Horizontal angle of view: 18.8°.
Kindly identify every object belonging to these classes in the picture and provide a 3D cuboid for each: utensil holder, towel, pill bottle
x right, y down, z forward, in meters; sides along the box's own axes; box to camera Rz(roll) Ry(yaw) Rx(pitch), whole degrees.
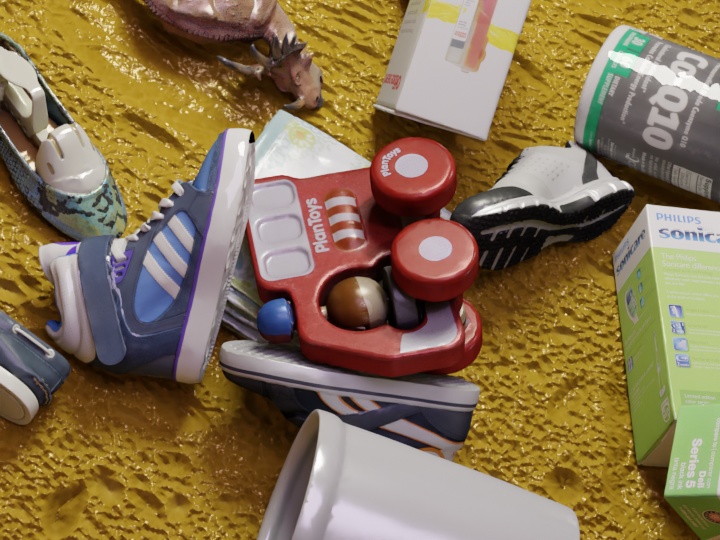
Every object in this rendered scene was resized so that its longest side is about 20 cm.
[{"bbox_3d":[0.034,0.210,1.542,0.199,0.170,0.170,20,56,-9],"label":"utensil holder"},{"bbox_3d":[-0.041,-0.018,1.727,0.171,0.048,0.200,33,56,0],"label":"towel"},{"bbox_3d":[0.289,-0.122,1.826,0.199,0.113,0.113,22,54,15],"label":"pill bottle"}]

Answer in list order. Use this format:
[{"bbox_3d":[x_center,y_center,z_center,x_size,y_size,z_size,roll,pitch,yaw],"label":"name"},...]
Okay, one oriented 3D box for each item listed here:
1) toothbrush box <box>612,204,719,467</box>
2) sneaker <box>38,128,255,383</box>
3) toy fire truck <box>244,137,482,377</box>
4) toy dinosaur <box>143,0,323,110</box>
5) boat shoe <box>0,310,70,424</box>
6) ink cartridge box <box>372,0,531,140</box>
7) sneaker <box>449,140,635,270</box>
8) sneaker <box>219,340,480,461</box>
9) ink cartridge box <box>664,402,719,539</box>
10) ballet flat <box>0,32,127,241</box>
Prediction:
[{"bbox_3d":[0.294,0.057,1.764,0.145,0.086,0.201,5,59,-14],"label":"toothbrush box"},{"bbox_3d":[-0.166,-0.022,1.623,0.146,0.081,0.201,14,95,4],"label":"sneaker"},{"bbox_3d":[0.000,0.000,1.636,0.167,0.112,0.200,-10,50,-3],"label":"toy fire truck"},{"bbox_3d":[-0.117,-0.212,1.799,0.199,0.086,0.136,10,64,-5],"label":"toy dinosaur"},{"bbox_3d":[-0.301,0.029,1.596,0.200,0.075,0.062,37,58,4],"label":"boat shoe"},{"bbox_3d":[0.086,-0.213,1.774,0.083,0.145,0.201,18,95,-7],"label":"ink cartridge box"},{"bbox_3d":[0.135,-0.057,1.783,0.200,0.074,0.080,-13,55,-46],"label":"sneaker"},{"bbox_3d":[-0.013,0.106,1.627,0.199,0.078,0.080,12,100,-10],"label":"sneaker"},{"bbox_3d":[0.349,0.163,1.621,0.146,0.199,0.084,46,49,-43],"label":"ink cartridge box"},{"bbox_3d":[-0.250,-0.107,1.699,0.074,0.074,0.200,-33,75,-31],"label":"ballet flat"}]
